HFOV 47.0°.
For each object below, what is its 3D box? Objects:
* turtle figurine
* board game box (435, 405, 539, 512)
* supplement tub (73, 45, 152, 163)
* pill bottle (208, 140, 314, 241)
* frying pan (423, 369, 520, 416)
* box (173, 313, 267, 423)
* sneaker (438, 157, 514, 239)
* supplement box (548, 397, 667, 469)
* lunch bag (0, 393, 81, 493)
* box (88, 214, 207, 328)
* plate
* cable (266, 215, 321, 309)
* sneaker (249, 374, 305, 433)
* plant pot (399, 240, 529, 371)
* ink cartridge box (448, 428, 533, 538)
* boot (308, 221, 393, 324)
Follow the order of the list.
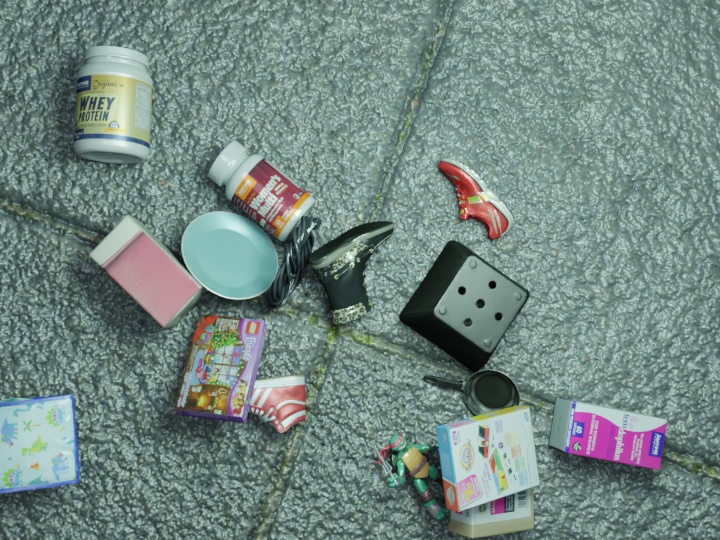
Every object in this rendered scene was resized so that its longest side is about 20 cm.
[{"bbox_3d":[0.114,0.383,1.627,0.150,0.101,0.200,-42,100,-14],"label":"turtle figurine"},{"bbox_3d":[0.240,0.347,1.546,0.198,0.040,0.155,-7,89,-31],"label":"board game box"},{"bbox_3d":[-0.479,-0.319,1.611,0.142,0.144,0.203,2,86,-4],"label":"supplement tub"},{"bbox_3d":[-0.196,-0.159,1.637,0.199,0.110,0.110,38,85,-1],"label":"pill bottle"},{"bbox_3d":[0.230,0.253,1.675,0.188,0.031,0.116,-7,107,22],"label":"frying pan"},{"bbox_3d":[-0.267,0.186,1.594,0.135,0.039,0.202,5,61,9],"label":"box"},{"bbox_3d":[0.224,-0.145,1.682,0.085,0.077,0.200,-44,90,0],"label":"sneaker"},{"bbox_3d":[0.493,0.325,1.656,0.197,0.103,0.103,11,85,-5],"label":"supplement box"},{"bbox_3d":[-0.632,0.327,1.571,0.197,0.127,0.172,-7,86,6],"label":"lunch bag"},{"bbox_3d":[-0.405,0.005,1.604,0.200,0.128,0.109,44,85,0],"label":"box"},{"bbox_3d":[-0.257,-0.027,1.626,0.198,0.026,0.202,15,54,-22],"label":"plate"},{"bbox_3d":[-0.129,-0.009,1.599,0.050,0.163,0.202,24,103,-2],"label":"cable"},{"bbox_3d":[-0.202,0.272,1.629,0.197,0.071,0.114,-7,84,-6],"label":"sneaker"},{"bbox_3d":[0.218,0.066,1.616,0.199,0.177,0.201,35,84,-1],"label":"plant pot"},{"bbox_3d":[0.257,0.407,1.618,0.163,0.075,0.203,2,86,-32],"label":"ink cartridge box"},{"bbox_3d":[-0.002,0.000,1.662,0.202,0.073,0.155,-29,113,-30],"label":"boot"}]
